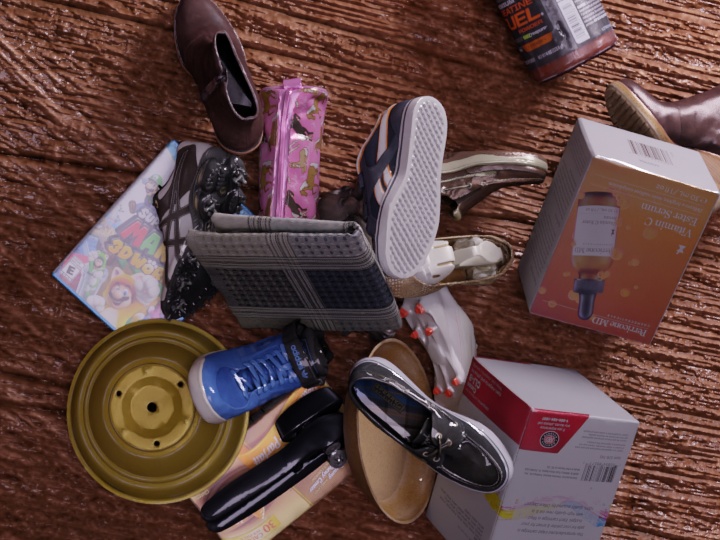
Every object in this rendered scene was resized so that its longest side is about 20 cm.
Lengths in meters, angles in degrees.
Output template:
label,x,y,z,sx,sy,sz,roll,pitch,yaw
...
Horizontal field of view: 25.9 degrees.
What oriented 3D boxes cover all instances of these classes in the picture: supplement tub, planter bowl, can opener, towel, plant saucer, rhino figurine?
label,x,y,z,sx,sy,sz,roll,pitch,yaw
supplement tub,0.200,-0.320,1.753,0.106,0.107,0.201,-28,95,-8
planter bowl,-0.219,0.147,1.666,0.198,0.083,0.203,0,82,-2
can opener,-0.086,0.214,1.688,0.200,0.079,0.064,-40,139,-9
towel,-0.068,0.004,1.654,0.198,0.193,0.035,0,58,19
plant saucer,0.028,0.176,1.715,0.035,0.200,0.202,-7,93,26
rhino figurine,0.000,0.000,1.742,0.060,0.087,0.202,-18,97,-50

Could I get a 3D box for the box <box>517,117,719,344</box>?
label,x,y,z,sx,sy,sz,roll,pitch,yaw
box,0.282,-0.042,1.734,0.151,0.107,0.201,14,117,-10

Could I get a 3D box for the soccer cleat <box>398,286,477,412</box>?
label,x,y,z,sx,sy,sz,roll,pitch,yaw
soccer cleat,0.109,0.101,1.769,0.077,0.069,0.201,-34,108,-41

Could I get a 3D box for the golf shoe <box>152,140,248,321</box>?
label,x,y,z,sx,sy,sz,roll,pitch,yaw
golf shoe,-0.185,-0.045,1.699,0.077,0.094,0.201,-1,118,-48

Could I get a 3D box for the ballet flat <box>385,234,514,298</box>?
label,x,y,z,sx,sy,sz,roll,pitch,yaw
ballet flat,0.093,-0.013,1.718,0.199,0.065,0.071,-10,77,-43

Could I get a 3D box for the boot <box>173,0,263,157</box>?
label,x,y,z,sx,sy,sz,roll,pitch,yaw
boot,-0.145,-0.226,1.653,0.072,0.166,0.202,-17,80,-11

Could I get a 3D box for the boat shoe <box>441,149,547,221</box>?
label,x,y,z,sx,sy,sz,roll,pitch,yaw
boat shoe,0.110,-0.092,1.760,0.200,0.075,0.076,-1,85,2

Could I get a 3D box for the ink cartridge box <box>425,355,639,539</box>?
label,x,y,z,sx,sy,sz,roll,pitch,yaw
ink cartridge box,0.183,0.219,1.706,0.144,0.145,0.202,9,106,-27

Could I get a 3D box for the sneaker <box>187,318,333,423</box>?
label,x,y,z,sx,sy,sz,roll,pitch,yaw
sneaker,-0.097,0.102,1.649,0.111,0.200,0.077,-23,86,22

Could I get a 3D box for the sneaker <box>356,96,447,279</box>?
label,x,y,z,sx,sy,sz,roll,pitch,yaw
sneaker,0.039,-0.085,1.678,0.078,0.079,0.202,26,68,-40

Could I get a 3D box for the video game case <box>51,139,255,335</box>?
label,x,y,z,sx,sy,sz,roll,pitch,yaw
video game case,-0.222,-0.023,1.731,0.143,0.018,0.200,42,84,-8

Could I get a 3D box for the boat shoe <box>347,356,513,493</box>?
label,x,y,z,sx,sy,sz,roll,pitch,yaw
boat shoe,0.067,0.165,1.597,0.199,0.057,0.069,36,108,3

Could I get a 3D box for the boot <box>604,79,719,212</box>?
label,x,y,z,sx,sy,sz,roll,pitch,yaw
boot,0.393,-0.184,1.814,0.200,0.072,0.166,46,72,-6

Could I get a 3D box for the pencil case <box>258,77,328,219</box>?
label,x,y,z,sx,sy,sz,roll,pitch,yaw
pencil case,-0.079,-0.105,1.711,0.082,0.086,0.202,8,83,-34

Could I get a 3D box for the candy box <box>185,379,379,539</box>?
label,x,y,z,sx,sy,sz,roll,pitch,yaw
candy box,-0.092,0.215,1.740,0.199,0.055,0.116,-38,97,-8
